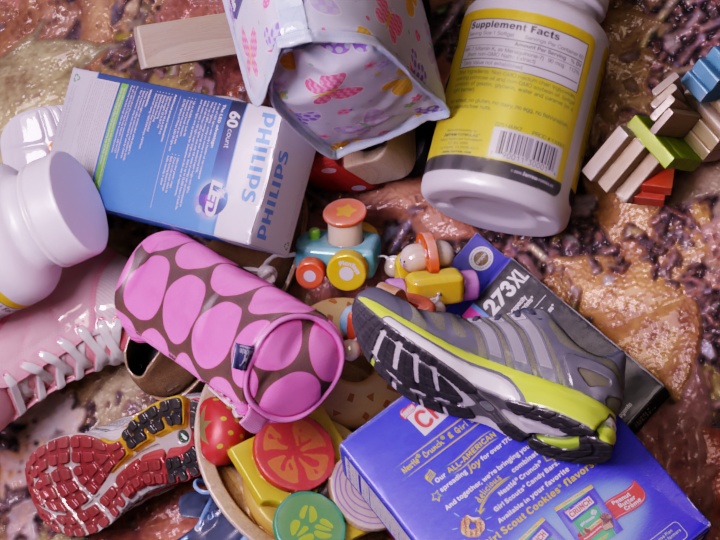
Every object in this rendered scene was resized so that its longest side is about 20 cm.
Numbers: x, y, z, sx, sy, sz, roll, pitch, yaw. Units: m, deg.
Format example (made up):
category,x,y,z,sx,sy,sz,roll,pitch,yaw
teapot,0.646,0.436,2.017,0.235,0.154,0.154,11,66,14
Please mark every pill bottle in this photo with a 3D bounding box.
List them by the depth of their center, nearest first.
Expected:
category,x,y,z,sx,sy,sz,roll,pitch,yaw
pill bottle,0.121,-0.136,1.639,0.114,0.114,0.201,10,77,20
pill bottle,-0.292,-0.014,1.639,0.199,0.111,0.112,-22,68,17

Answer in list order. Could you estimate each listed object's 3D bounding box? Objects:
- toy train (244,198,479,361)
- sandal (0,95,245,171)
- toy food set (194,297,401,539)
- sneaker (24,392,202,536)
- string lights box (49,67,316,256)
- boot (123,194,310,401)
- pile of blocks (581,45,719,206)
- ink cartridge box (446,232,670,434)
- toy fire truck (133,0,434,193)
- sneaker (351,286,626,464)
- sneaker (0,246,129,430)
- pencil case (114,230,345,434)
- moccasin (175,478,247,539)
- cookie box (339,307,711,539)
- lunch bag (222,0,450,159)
category,x,y,z,sx,sy,sz,roll,pitch,yaw
toy train,0.000,0.000,1.610,0.200,0.150,0.056,24,123,43
sandal,-0.181,-0.095,1.761,0.206,0.059,0.080,-6,88,-5
toy food set,-0.021,0.125,1.594,0.200,0.049,0.198,-24,73,-32
sneaker,-0.168,0.146,1.676,0.199,0.082,0.078,-20,89,27
string lights box,-0.137,-0.082,1.654,0.199,0.059,0.103,14,87,31
boot,-0.109,0.011,1.692,0.073,0.075,0.200,32,84,25
pile of blocks,0.258,-0.113,1.605,0.200,0.082,0.062,-41,66,2
ink cartridge box,0.123,0.062,1.623,0.200,0.037,0.095,41,89,26
toy fire truck,-0.059,-0.149,1.708,0.199,0.129,0.177,-11,71,27
sneaker,0.088,0.058,1.488,0.199,0.074,0.081,26,58,4
sneaker,-0.231,0.060,1.695,0.104,0.075,0.201,19,57,18
pencil case,-0.100,0.041,1.565,0.200,0.091,0.094,29,90,53
moccasin,-0.112,0.189,1.632,0.200,0.080,0.068,-45,78,0
cookie box,0.111,0.155,1.517,0.171,0.075,0.200,-35,73,-14
lunch bag,-0.033,-0.194,1.550,0.127,0.200,0.170,-19,70,13
